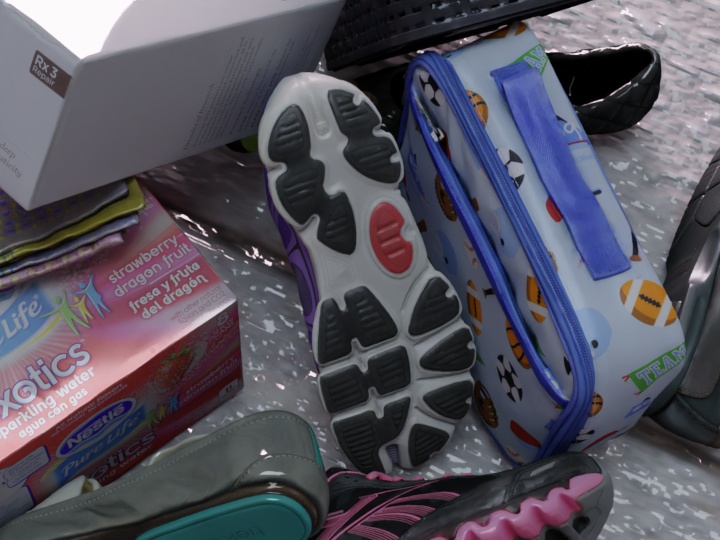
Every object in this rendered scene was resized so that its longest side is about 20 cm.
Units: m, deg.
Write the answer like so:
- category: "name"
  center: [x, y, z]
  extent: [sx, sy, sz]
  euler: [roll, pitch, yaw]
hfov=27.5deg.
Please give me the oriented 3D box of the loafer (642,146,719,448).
- category: "loafer"
  center: [0.198, -0.001, 0.775]
  extent: [0.063, 0.072, 0.201]
  euler: [32, 70, -8]

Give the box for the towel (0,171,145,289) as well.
- category: "towel"
  center: [-0.206, -0.037, 0.693]
  extent: [0.198, 0.023, 0.144]
  euler: [-19, 48, -6]

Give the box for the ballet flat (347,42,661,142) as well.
- category: "ballet flat"
  center: [0.070, -0.101, 0.818]
  extent: [0.197, 0.057, 0.067]
  euler: [-8, 61, -8]

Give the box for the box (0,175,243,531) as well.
- category: "box"
  center: [-0.161, 0.057, 0.694]
  extent: [0.199, 0.103, 0.095]
  euler: [-35, 69, -19]

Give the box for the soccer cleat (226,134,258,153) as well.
- category: "soccer cleat"
  center: [-0.085, -0.153, 0.840]
  extent: [0.080, 0.068, 0.202]
  euler: [-13, 65, 17]

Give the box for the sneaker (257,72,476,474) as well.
- category: "sneaker"
  center: [0.000, 0.000, 0.720]
  extent: [0.080, 0.083, 0.202]
  euler: [-16, 101, -10]

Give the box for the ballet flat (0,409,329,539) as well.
- category: "ballet flat"
  center: [-0.106, 0.117, 0.672]
  extent: [0.198, 0.068, 0.064]
  euler: [-21, 42, 12]

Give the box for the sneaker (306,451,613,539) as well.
- category: "sneaker"
  center: [0.018, 0.120, 0.681]
  extent: [0.198, 0.079, 0.096]
  euler: [-23, 49, -3]

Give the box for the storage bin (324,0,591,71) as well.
- category: "storage bin"
  center: [0.050, -0.169, 0.764]
  extent: [0.134, 0.200, 0.095]
  euler: [-16, 96, -12]

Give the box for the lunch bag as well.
- category: "lunch bag"
  center: [0.076, -0.014, 0.710]
  extent: [0.075, 0.161, 0.202]
  euler: [-20, 69, -13]

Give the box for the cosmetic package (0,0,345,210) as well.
- category: "cosmetic package"
  center: [-0.111, -0.111, 0.682]
  extent: [0.113, 0.082, 0.199]
  euler: [40, 35, 19]
